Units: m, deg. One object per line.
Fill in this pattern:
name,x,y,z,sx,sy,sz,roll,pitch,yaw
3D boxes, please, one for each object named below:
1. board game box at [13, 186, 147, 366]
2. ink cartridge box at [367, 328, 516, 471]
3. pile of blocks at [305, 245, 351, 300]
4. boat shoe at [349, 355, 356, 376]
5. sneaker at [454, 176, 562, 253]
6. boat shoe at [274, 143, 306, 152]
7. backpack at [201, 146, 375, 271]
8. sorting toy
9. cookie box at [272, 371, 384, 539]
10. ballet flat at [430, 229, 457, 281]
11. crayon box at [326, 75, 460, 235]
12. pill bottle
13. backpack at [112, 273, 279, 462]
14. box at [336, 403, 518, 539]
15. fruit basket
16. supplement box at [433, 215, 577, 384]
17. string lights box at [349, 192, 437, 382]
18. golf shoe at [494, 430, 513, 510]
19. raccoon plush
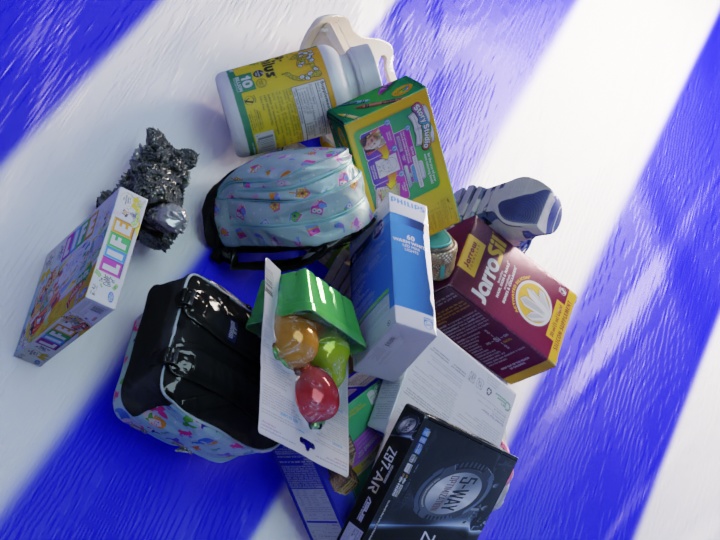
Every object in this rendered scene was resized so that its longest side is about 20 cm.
board game box,-0.300,0.010,1.420,0.034,0.200,0.135,27,56,-24
ink cartridge box,0.094,0.191,1.615,0.196,0.043,0.200,40,60,-35
pile of blocks,0.000,0.000,1.696,0.082,0.062,0.200,-10,55,-37
boat shoe,0.038,0.129,1.711,0.200,0.076,0.074,8,72,-24
sneaker,0.218,-0.065,1.860,0.115,0.199,0.081,40,69,-32
boat shoe,-0.022,-0.103,1.754,0.202,0.086,0.075,47,50,-11
backpack,-0.083,-0.081,1.613,0.167,0.200,0.127,-39,118,-37
sorting toy,0.012,-0.249,1.844,0.180,0.107,0.200,-21,83,-48
cookie box,0.002,0.245,1.596,0.171,0.075,0.200,-35,109,-41
ballet flat,0.082,-0.047,1.798,0.070,0.065,0.200,-6,29,-6
crayon box,0.044,-0.129,1.685,0.119,0.058,0.200,-26,121,-16
pill bottle,-0.075,-0.222,1.693,0.200,0.113,0.113,-16,78,-5
backpack,-0.169,0.121,1.500,0.200,0.150,0.178,31,53,-32
box,0.073,0.272,1.531,0.160,0.044,0.200,29,88,-35
fruit basket,-0.065,0.110,1.465,0.185,0.094,0.200,36,52,-52
supplement box,0.183,0.042,1.832,0.200,0.103,0.131,36,54,-18
string lights box,0.036,0.018,1.578,0.059,0.103,0.200,18,46,-22
golf shoe,0.161,0.227,1.764,0.075,0.092,0.200,-3,45,4
raccoon plush,-0.215,-0.097,1.544,0.097,0.200,0.134,40,71,-37
